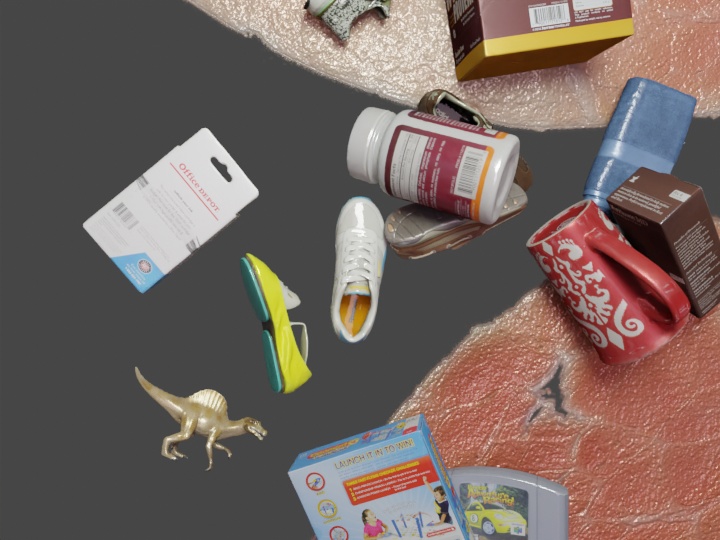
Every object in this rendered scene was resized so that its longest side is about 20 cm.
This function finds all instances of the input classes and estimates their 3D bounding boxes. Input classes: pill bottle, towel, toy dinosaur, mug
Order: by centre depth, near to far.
[{"bbox_3d":[0.091,-0.139,0.785,0.199,0.114,0.115,20,92,19],"label":"pill bottle"},{"bbox_3d":[0.344,0.004,0.832,0.200,0.177,0.133,52,51,-2],"label":"mug"},{"bbox_3d":[-0.233,0.209,0.844,0.199,0.058,0.101,27,76,-15],"label":"toy dinosaur"},{"bbox_3d":[0.394,-0.166,0.878,0.111,0.049,0.201,21,93,-9],"label":"towel"}]

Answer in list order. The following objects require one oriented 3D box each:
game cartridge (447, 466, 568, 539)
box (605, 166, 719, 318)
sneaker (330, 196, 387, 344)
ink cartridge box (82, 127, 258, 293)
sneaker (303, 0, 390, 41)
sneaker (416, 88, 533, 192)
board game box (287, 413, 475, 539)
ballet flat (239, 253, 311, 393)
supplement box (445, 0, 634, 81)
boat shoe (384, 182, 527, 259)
[{"bbox_3d":[0.188,0.346,0.862,0.199,0.041,0.134,-1,90,18],"label":"game cartridge"},{"bbox_3d":[0.421,-0.036,0.826,0.075,0.100,0.200,-40,122,-1],"label":"box"},{"bbox_3d":[0.000,0.000,0.832,0.076,0.081,0.201,3,92,-5],"label":"sneaker"},{"bbox_3d":[-0.241,-0.079,0.806,0.200,0.067,0.116,-39,97,-2],"label":"ink cartridge box"},{"bbox_3d":[0.022,-0.384,0.821,0.200,0.077,0.089,-38,110,3],"label":"sneaker"},{"bbox_3d":[0.160,-0.170,0.839,0.200,0.076,0.071,36,90,-7],"label":"sneaker"},{"bbox_3d":[0.030,0.323,0.841,0.199,0.056,0.197,-21,96,14],"label":"board game box"},{"bbox_3d":[-0.110,0.068,0.840,0.067,0.067,0.201,-17,99,-26],"label":"ballet flat"},{"bbox_3d":[0.220,-0.376,0.802,0.196,0.133,0.201,-10,95,-5],"label":"supplement box"},{"bbox_3d":[0.131,-0.069,0.849,0.199,0.072,0.076,-15,54,2],"label":"boat shoe"}]
